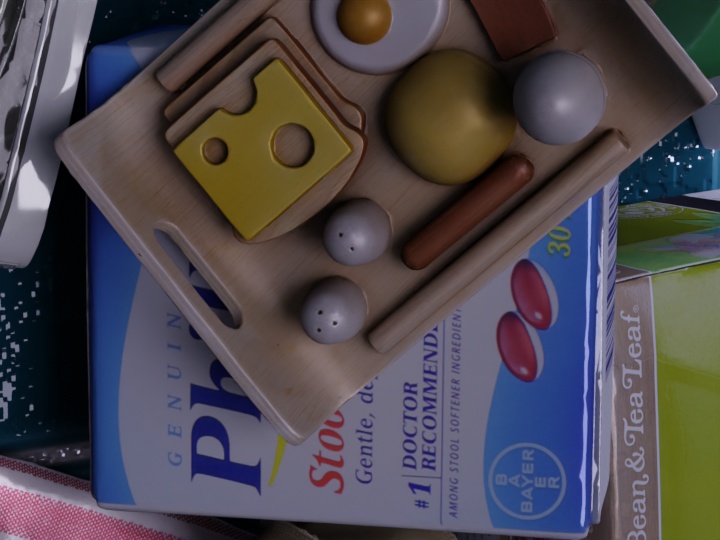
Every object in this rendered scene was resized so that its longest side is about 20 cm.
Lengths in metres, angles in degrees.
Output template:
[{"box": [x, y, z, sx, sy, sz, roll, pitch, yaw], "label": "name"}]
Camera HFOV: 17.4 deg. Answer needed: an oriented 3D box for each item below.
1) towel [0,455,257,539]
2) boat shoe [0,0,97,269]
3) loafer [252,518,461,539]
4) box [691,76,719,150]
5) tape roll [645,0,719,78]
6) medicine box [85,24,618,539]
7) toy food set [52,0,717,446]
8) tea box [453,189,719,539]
[{"box": [-0.132, 0.185, 0.976, 0.146, 0.030, 0.202, 22, 86, -32], "label": "towel"}, {"box": [-0.139, -0.103, 0.889, 0.063, 0.071, 0.202, 10, 89, -27], "label": "boat shoe"}, {"box": [-0.002, 0.124, 0.980, 0.068, 0.076, 0.200, -61, 164, -4], "label": "loafer"}, {"box": [0.196, -0.158, 1.070, 0.097, 0.124, 0.201, -36, 117, -23], "label": "box"}, {"box": [0.116, -0.177, 0.967, 0.048, 0.200, 0.202, -7, 103, -32], "label": "tape roll"}, {"box": [0.000, 0.000, 0.923, 0.198, 0.103, 0.184, 2, 100, 9], "label": "medicine box"}, {"box": [0.006, -0.054, 0.828, 0.200, 0.060, 0.144, -40, 91, 13], "label": "toy food set"}, {"box": [0.149, 0.077, 1.077, 0.195, 0.133, 0.202, -10, 103, -33], "label": "tea box"}]
